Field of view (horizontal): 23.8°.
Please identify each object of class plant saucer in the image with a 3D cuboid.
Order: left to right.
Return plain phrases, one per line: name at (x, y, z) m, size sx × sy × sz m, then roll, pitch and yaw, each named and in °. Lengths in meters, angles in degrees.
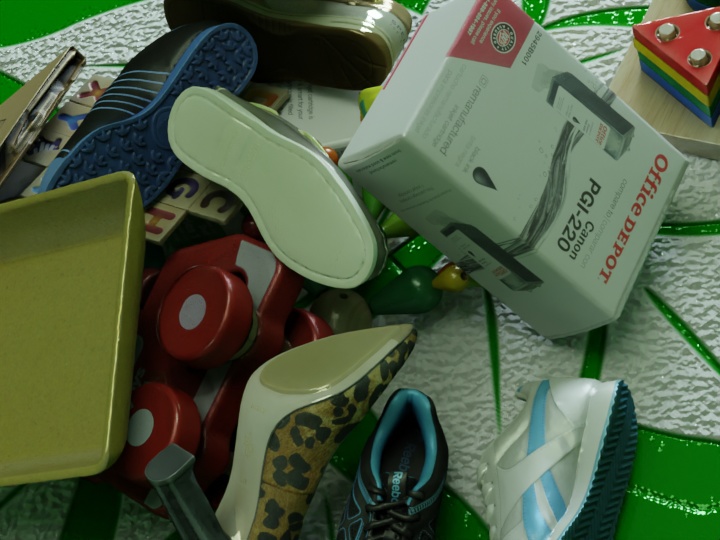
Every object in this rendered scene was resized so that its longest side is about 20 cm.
plant saucer at (-0.215, 0.050, 1.133) m, size 0.200 × 0.048 × 0.200 m, roll -11°, pitch 67°, yaw 35°

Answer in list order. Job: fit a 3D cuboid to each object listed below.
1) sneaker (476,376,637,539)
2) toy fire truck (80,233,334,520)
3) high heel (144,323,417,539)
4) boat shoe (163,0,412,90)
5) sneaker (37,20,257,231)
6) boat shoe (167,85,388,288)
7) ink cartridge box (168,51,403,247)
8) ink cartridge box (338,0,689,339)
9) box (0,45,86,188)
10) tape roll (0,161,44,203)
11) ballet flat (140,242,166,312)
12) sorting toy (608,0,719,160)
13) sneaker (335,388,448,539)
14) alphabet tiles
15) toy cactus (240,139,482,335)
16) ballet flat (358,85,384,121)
sneaker at (0.111, 0.154, 1.069) m, size 0.081 × 0.077 × 0.200 m, roll 2°, pitch 48°, yaw 30°
toy fire truck at (-0.122, 0.066, 1.162) m, size 0.168 × 0.112 × 0.200 m, roll 21°, pitch 86°, yaw 44°
high heel at (-0.031, 0.128, 1.098) m, size 0.200 × 0.143 × 0.071 m, roll -33°, pitch 33°, yaw -16°
boat shoe at (-0.053, -0.182, 1.268) m, size 0.200 × 0.074 × 0.066 m, roll 17°, pitch 47°, yaw 26°
sneaker at (-0.159, -0.103, 1.220) m, size 0.200 × 0.070 × 0.078 m, roll -45°, pitch 28°, yaw -18°
boat shoe at (-0.046, -0.057, 1.137) m, size 0.202 × 0.060 × 0.072 m, roll 41°, pitch 112°, yaw 31°
ink cartridge box at (-0.062, -0.113, 1.312) m, size 0.199 × 0.084 × 0.145 m, roll -11°, pitch 52°, yaw 10°
ink cartridge box at (0.107, -0.071, 1.150) m, size 0.085 × 0.200 × 0.146 m, roll -18°, pitch 37°, yaw 56°
box at (-0.301, -0.075, 1.313) m, size 0.200 × 0.021 × 0.164 m, roll -29°, pitch 27°, yaw 42°
tape roll at (-0.265, -0.004, 1.282) m, size 0.202 × 0.037 × 0.203 m, roll -25°, pitch 43°, yaw 26°
ballet flat at (-0.186, -0.026, 1.309) m, size 0.067 × 0.068 × 0.200 m, roll -24°, pitch 43°, yaw 25°
sorting toy at (0.296, -0.177, 1.256) m, size 0.198 × 0.070 × 0.200 m, roll 14°, pitch 60°, yaw 27°
sneaker at (0.012, 0.168, 1.072) m, size 0.073 × 0.082 × 0.200 m, roll 7°, pitch 57°, yaw 5°
alphabet tiles at (-0.149, -0.092, 1.250) m, size 0.200 × 0.006 × 0.167 m, roll 18°, pitch 53°, yaw 30°
toy cactus at (0.000, 0.000, 1.202) m, size 0.200 × 0.102 × 0.165 m, roll 17°, pitch 78°, yaw 1°
ballet flat at (0.076, -0.128, 1.238) m, size 0.200 × 0.067 × 0.067 m, roll -21°, pitch 69°, yaw -40°
